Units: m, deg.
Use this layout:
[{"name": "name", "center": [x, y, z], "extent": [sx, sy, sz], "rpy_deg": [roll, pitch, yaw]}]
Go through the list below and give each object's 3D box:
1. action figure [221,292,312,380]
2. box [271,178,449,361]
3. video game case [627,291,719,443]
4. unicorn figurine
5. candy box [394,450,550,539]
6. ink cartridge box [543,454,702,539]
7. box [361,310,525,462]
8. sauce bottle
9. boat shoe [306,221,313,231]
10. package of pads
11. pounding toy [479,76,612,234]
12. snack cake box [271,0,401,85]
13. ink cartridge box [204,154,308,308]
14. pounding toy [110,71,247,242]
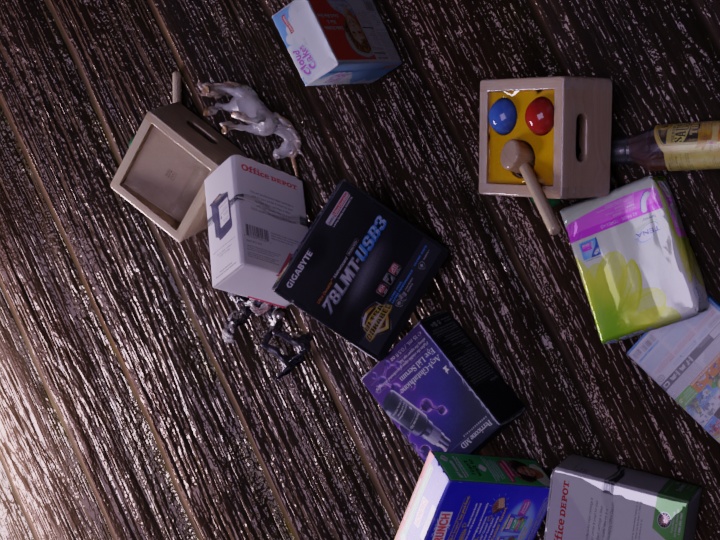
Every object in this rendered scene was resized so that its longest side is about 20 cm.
[{"name": "action figure", "center": [-0.167, 0.074, 1.954], "extent": [0.201, 0.102, 0.119], "rpy_deg": [51, 130, 11]}, {"name": "box", "center": [0.000, 0.000, 1.781], "extent": [0.198, 0.050, 0.201], "rpy_deg": [34, 84, -10]}, {"name": "video game case", "center": [0.487, 0.134, 1.637], "extent": [0.200, 0.018, 0.144], "rpy_deg": [45, 116, 16]}, {"name": "unicorn figurine", "center": [-0.172, -0.243, 1.901], "extent": [0.074, 0.136, 0.201], "rpy_deg": [-47, 60, 37]}, {"name": "candy box", "center": [0.168, 0.363, 1.753], "extent": [0.077, 0.198, 0.171], "rpy_deg": [49, 123, 52]}, {"name": "ink cartridge box", "center": [0.373, 0.362, 1.702], "extent": [0.198, 0.084, 0.148], "rpy_deg": [12, 104, 28]}, {"name": "box", "center": [0.126, 0.188, 1.803], "extent": [0.200, 0.104, 0.148], "rpy_deg": [50, 117, 14]}, {"name": "sauce bottle", "center": [0.421, -0.165, 1.596], "extent": [0.198, 0.066, 0.067], "rpy_deg": [-2, 98, 28]}, {"name": "boat shoe", "center": [-0.017, -0.030, 1.865], "extent": [0.198, 0.074, 0.070], "rpy_deg": [16, 112, 27]}, {"name": "package of pads", "center": [0.380, -0.016, 1.635], "extent": [0.153, 0.068, 0.202], "rpy_deg": [-21, 81, 31]}, {"name": "pounding toy", "center": [0.245, -0.158, 1.607], "extent": [0.183, 0.141, 0.203], "rpy_deg": [8, 100, 51]}, {"name": "snack cake box", "center": [-0.031, -0.338, 1.746], "extent": [0.067, 0.199, 0.116], "rpy_deg": [-28, 85, 31]}, {"name": "ink cartridge box", "center": [-0.159, -0.061, 1.855], "extent": [0.084, 0.144, 0.202], "rpy_deg": [-34, 52, 37]}, {"name": "pounding toy", "center": [-0.304, -0.194, 1.983], "extent": [0.199, 0.142, 0.185], "rpy_deg": [38, 116, 7]}]
